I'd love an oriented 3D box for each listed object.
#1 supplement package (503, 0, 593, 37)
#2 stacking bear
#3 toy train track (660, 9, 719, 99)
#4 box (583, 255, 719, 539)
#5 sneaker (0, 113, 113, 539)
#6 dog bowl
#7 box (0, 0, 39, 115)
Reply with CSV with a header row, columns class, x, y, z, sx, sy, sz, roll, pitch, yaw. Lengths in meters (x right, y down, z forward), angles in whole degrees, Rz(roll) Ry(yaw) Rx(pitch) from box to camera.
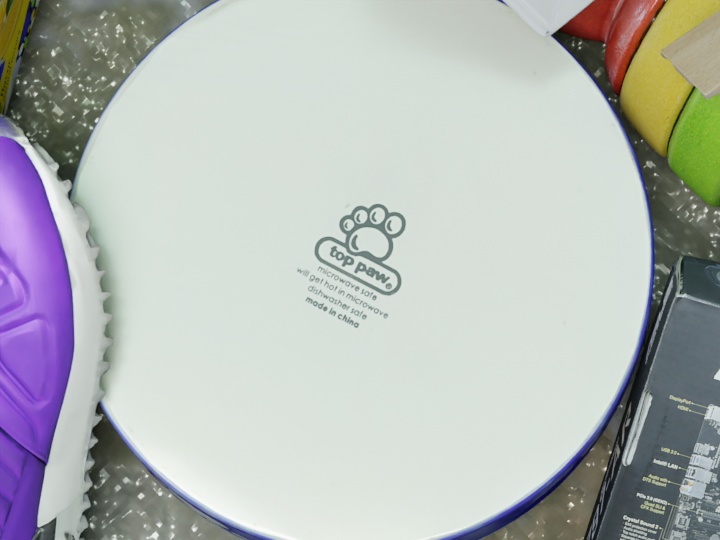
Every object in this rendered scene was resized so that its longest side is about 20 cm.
class,x,y,z,sx,sy,sz,roll,pitch,yaw
supplement package,0.036,-0.198,0.755,0.121,0.120,0.200,-39,50,14
stacking bear,0.133,-0.083,0.820,0.200,0.122,0.114,37,76,15
toy train track,0.125,-0.111,0.764,0.115,0.033,0.200,-34,56,-7
box,0.176,0.099,0.786,0.199,0.044,0.161,15,110,3
sneaker,-0.140,0.050,0.762,0.099,0.069,0.201,-13,116,-37
dog bowl,0.000,0.000,0.817,0.199,0.079,0.201,0,82,1
box,-0.155,-0.066,0.812,0.064,0.070,0.201,18,97,3
